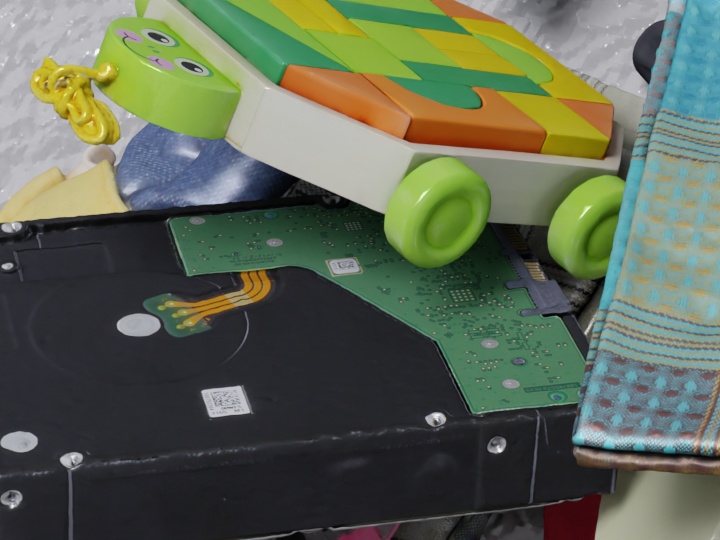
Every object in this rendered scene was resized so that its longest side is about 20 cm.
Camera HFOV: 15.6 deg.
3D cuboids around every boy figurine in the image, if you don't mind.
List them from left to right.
[{"bbox_3d":[-0.090,0.009,0.904,0.200,0.064,0.124,-43,40,7],"label":"boy figurine"}]

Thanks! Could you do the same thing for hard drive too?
[{"bbox_3d":[-0.036,0.028,0.788,0.199,0.038,0.140,-7,32,-13],"label":"hard drive"}]

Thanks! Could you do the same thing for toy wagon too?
[{"bbox_3d":[-0.008,-0.055,0.809,0.155,0.200,0.040,42,117,40],"label":"toy wagon"}]

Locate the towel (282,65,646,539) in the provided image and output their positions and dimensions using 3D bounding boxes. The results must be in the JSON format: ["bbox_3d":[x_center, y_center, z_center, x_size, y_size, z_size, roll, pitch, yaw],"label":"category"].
[{"bbox_3d":[0.000,0.000,0.911,0.192,0.035,0.200,24,77,41],"label":"towel"}]

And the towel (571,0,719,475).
[{"bbox_3d":[0.144,-0.020,0.739,0.146,0.022,0.200,1,45,18],"label":"towel"}]

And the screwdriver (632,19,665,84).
[{"bbox_3d":[0.159,-0.023,0.858,0.028,0.029,0.200,-46,57,0],"label":"screwdriver"}]

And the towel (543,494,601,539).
[{"bbox_3d":[0.146,0.100,0.802,0.199,0.022,0.145,-9,60,22],"label":"towel"}]

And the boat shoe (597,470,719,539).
[{"bbox_3d":[0.126,0.022,0.801,0.074,0.063,0.202,-20,47,50],"label":"boat shoe"}]

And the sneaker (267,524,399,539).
[{"bbox_3d":[-0.080,0.076,0.852,0.199,0.079,0.095,-19,24,-1],"label":"sneaker"}]
